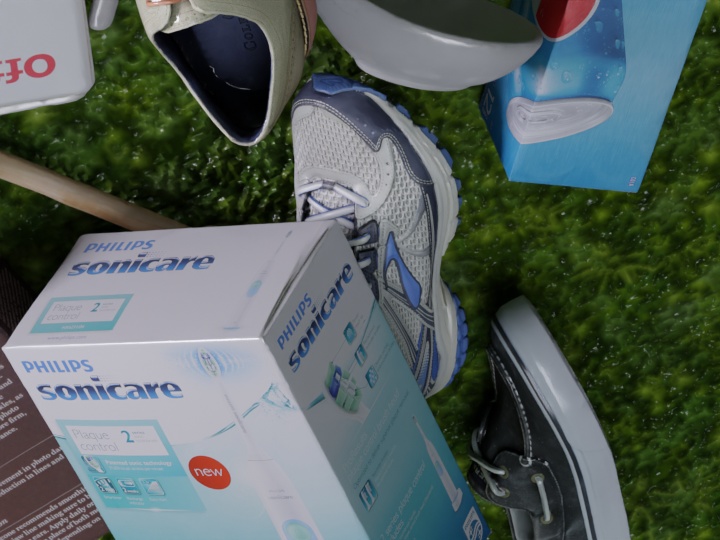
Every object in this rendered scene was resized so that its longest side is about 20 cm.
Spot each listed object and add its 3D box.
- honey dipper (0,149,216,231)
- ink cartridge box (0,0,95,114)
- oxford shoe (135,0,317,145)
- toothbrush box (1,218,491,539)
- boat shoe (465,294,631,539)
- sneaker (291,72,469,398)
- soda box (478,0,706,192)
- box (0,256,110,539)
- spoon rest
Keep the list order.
[{"bbox_3d":[-0.142,-0.040,1.322,0.200,0.038,0.038,21,119,-33],"label":"honey dipper"},{"bbox_3d":[-0.194,-0.163,1.177,0.145,0.083,0.200,-10,129,-8],"label":"ink cartridge box"},{"bbox_3d":[-0.067,-0.137,1.145,0.071,0.074,0.200,-14,131,19],"label":"oxford shoe"},{"bbox_3d":[-0.049,0.079,1.319,0.146,0.085,0.200,-2,129,32],"label":"toothbrush box"},{"bbox_3d":[0.090,0.098,1.460,0.071,0.072,0.200,-23,131,-2],"label":"boat shoe"},{"bbox_3d":[0.000,0.000,1.336,0.085,0.077,0.200,-48,139,-35],"label":"sneaker"},{"bbox_3d":[0.116,-0.135,1.292,0.068,0.064,0.200,4,125,-18],"label":"soda box"},{"bbox_3d":[-0.190,0.055,1.356,0.100,0.075,0.200,-30,130,10],"label":"box"},{"bbox_3d":[-0.017,-0.122,1.259,0.200,0.099,0.061,8,109,-5],"label":"spoon rest"}]
